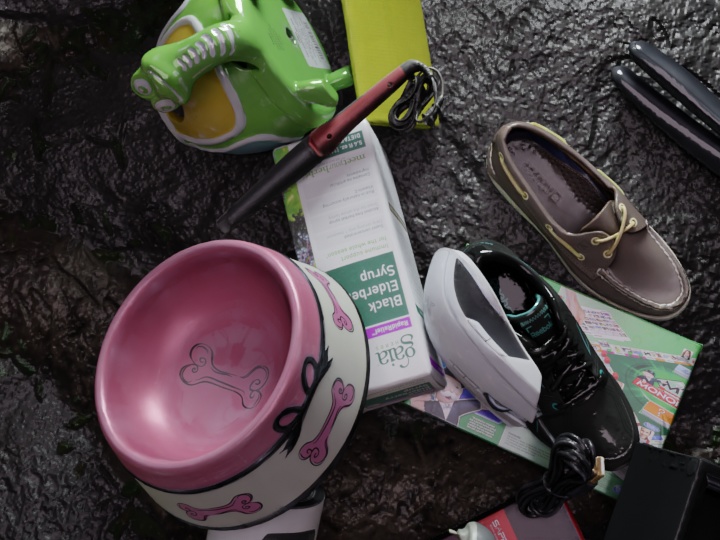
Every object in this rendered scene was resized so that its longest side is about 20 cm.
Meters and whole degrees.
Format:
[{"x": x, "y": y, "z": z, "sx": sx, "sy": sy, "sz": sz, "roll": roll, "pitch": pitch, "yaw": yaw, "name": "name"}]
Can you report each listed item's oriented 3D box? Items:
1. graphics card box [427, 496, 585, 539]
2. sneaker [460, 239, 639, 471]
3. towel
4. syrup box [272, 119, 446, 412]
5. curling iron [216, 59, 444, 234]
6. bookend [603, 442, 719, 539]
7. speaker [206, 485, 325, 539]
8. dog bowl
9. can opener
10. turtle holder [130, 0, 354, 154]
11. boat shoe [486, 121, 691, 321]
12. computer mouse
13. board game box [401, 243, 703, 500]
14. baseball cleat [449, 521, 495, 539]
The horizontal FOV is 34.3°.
[{"x": 0.085, "y": 0.257, "z": 0.874, "sx": 0.197, "sy": 0.051, "sz": 0.127, "roll": -26, "pitch": 82, "yaw": 1, "name": "graphics card box"}, {"x": 0.133, "y": 0.063, "z": 0.854, "sx": 0.075, "sy": 0.079, "sz": 0.201, "roll": -38, "pitch": 83, "yaw": -4, "name": "sneaker"}, {"x": 0.014, "y": -0.213, "z": 0.934, "sx": 0.085, "sy": 0.018, "sz": 0.204, "roll": -2, "pitch": 80, "yaw": -40, "name": "towel"}, {"x": 0.000, "y": 0.000, "z": 0.883, "sx": 0.077, "sy": 0.081, "sz": 0.203, "roll": -16, "pitch": 73, "yaw": 9, "name": "syrup box"}, {"x": -0.023, "y": -0.087, "z": 0.852, "sx": 0.198, "sy": 0.026, "sz": 0.050, "roll": -32, "pitch": 69, "yaw": 3, "name": "curling iron"}, {"x": 0.262, "y": 0.252, "z": 0.813, "sx": 0.196, "sy": 0.092, "sz": 0.203, "roll": 23, "pitch": 84, "yaw": -13, "name": "bookend"}, {"x": -0.083, "y": 0.248, "z": 0.844, "sx": 0.080, "sy": 0.081, "sz": 0.204, "roll": 14, "pitch": 100, "yaw": 5, "name": "speaker"}, {"x": -0.096, "y": 0.068, "z": 0.796, "sx": 0.197, "sy": 0.074, "sz": 0.203, "roll": -13, "pitch": 59, "yaw": 23, "name": "dog bowl"}, {"x": 0.281, "y": -0.106, "z": 0.914, "sx": 0.198, "sy": 0.079, "sz": 0.064, "roll": 34, "pitch": 124, "yaw": 10, "name": "can opener"}, {"x": -0.091, "y": -0.145, "z": 0.879, "sx": 0.130, "sy": 0.187, "sz": 0.142, "roll": -27, "pitch": 118, "yaw": 20, "name": "turtle holder"}, {"x": 0.178, "y": -0.039, "z": 0.903, "sx": 0.072, "sy": 0.060, "sz": 0.200, "roll": -44, "pitch": 82, "yaw": -4, "name": "boat shoe"}, {"x": 0.093, "y": 0.079, "z": 0.825, "sx": 0.043, "sy": 0.110, "sz": 0.202, "roll": -27, "pitch": 76, "yaw": -22, "name": "computer mouse"}, {"x": 0.147, "y": 0.081, "z": 0.904, "sx": 0.197, "sy": 0.029, "sz": 0.136, "roll": 24, "pitch": 83, "yaw": 7, "name": "board game box"}, {"x": 0.091, "y": 0.281, "z": 0.818, "sx": 0.104, "sy": 0.070, "sz": 0.204, "roll": 11, "pitch": 94, "yaw": -2, "name": "baseball cleat"}]
